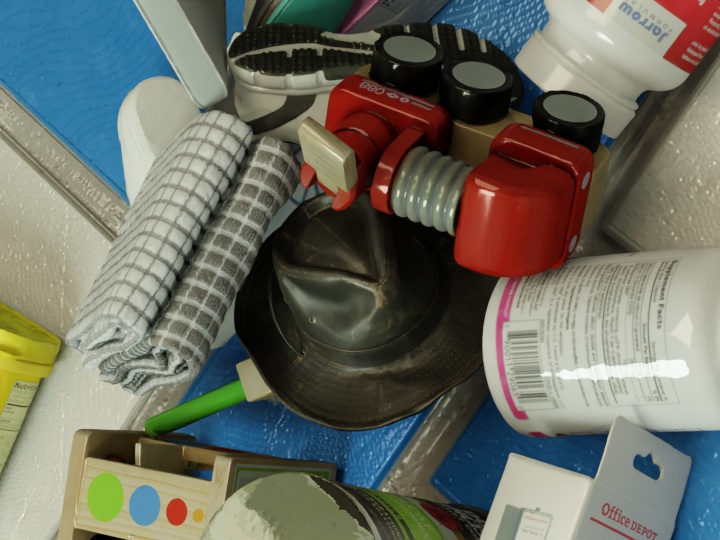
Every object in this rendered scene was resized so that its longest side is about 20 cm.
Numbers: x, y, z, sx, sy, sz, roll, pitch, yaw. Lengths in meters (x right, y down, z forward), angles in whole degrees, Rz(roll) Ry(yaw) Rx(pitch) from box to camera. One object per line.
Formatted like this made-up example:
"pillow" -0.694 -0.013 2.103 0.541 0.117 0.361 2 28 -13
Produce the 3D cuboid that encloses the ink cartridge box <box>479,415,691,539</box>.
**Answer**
"ink cartridge box" 0.125 0.189 1.476 0.067 0.117 0.201 15 80 38

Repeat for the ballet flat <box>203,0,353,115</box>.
"ballet flat" -0.063 -0.158 1.653 0.073 0.073 0.201 46 126 32

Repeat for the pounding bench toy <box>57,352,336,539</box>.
"pounding bench toy" -0.116 0.144 1.640 0.155 0.124 0.201 8 90 35

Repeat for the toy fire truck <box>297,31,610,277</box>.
"toy fire truck" 0.041 -0.061 1.454 0.175 0.200 0.129 22 126 19

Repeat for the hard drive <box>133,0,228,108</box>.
"hard drive" -0.129 -0.206 1.616 0.026 0.132 0.200 -25 26 10

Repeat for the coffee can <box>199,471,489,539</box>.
"coffee can" 0.006 0.211 1.507 0.146 0.200 0.147 -8 76 32

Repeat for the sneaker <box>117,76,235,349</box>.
"sneaker" -0.136 -0.037 1.747 0.088 0.075 0.201 -23 78 61

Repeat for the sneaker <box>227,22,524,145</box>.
"sneaker" 0.010 -0.119 1.607 0.199 0.080 0.074 4 41 1

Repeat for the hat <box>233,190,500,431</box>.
"hat" 0.000 0.000 1.548 0.200 0.081 0.201 -9 51 11

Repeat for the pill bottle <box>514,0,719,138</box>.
"pill bottle" 0.190 -0.190 1.529 0.112 0.112 0.200 44 104 32

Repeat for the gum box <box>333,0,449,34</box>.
"gum box" 0.036 -0.252 1.673 0.200 0.066 0.114 -42 61 19

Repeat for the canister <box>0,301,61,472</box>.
"canister" -0.328 0.116 1.823 0.148 0.086 0.201 27 96 35

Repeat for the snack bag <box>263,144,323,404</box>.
"snack bag" 0.005 -0.018 1.661 0.188 0.021 0.201 -15 71 31

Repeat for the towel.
"towel" -0.119 -0.005 1.595 0.166 0.085 0.200 -64 10 -16

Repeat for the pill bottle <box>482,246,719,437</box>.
"pill bottle" 0.187 0.044 1.477 0.199 0.113 0.114 -4 77 33
